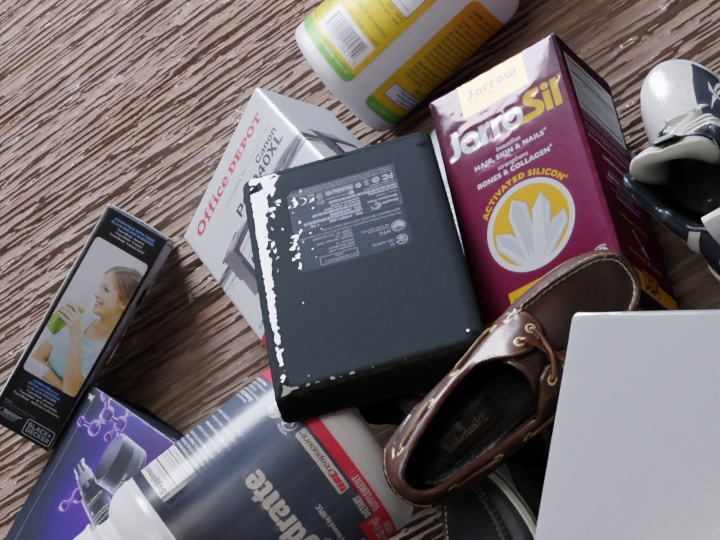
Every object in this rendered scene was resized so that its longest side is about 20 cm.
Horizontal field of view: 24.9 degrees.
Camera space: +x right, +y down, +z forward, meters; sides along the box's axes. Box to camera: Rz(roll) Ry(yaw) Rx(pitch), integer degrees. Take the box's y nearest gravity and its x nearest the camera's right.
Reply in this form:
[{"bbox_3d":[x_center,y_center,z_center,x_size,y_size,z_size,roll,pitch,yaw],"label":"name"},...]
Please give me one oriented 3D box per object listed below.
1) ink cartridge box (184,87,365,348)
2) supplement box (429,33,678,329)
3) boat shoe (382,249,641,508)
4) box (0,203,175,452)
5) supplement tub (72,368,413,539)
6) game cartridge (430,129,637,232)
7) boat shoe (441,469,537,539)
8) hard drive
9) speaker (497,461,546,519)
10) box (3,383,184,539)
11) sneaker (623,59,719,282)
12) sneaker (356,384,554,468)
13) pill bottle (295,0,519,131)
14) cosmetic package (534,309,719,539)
[{"bbox_3d":[-0.040,-0.027,1.257,0.200,0.083,0.146,47,116,45],"label":"ink cartridge box"},{"bbox_3d":[0.129,-0.044,1.117,0.110,0.085,0.202,-28,54,24],"label":"supplement box"},{"bbox_3d":[0.095,0.065,0.970,0.070,0.070,0.200,43,86,5],"label":"boat shoe"},{"bbox_3d":[-0.231,0.046,1.375,0.201,0.060,0.117,-60,3,-2],"label":"box"},{"bbox_3d":[-0.077,0.167,1.087,0.199,0.141,0.140,-38,48,-9],"label":"supplement tub"},{"bbox_3d":[0.120,-0.044,1.205,0.199,0.041,0.134,13,73,41],"label":"game cartridge"},{"bbox_3d":[0.080,0.213,0.980,0.074,0.062,0.202,-28,66,46],"label":"boat shoe"},{"bbox_3d":[0.000,0.000,1.083,0.138,0.033,0.201,-15,46,3],"label":"hard drive"},{"bbox_3d":[0.113,0.186,1.069,0.081,0.081,0.201,-35,51,19],"label":"speaker"},{"bbox_3d":[-0.203,0.214,1.302,0.141,0.079,0.201,25,85,45],"label":"box"},{"bbox_3d":[0.219,-0.083,1.083,0.079,0.129,0.201,-26,55,24],"label":"sneaker"},{"bbox_3d":[0.081,0.103,1.047,0.199,0.076,0.088,26,67,34],"label":"sneaker"},{"bbox_3d":[0.054,-0.214,1.286,0.200,0.111,0.111,-41,50,14],"label":"pill bottle"},{"bbox_3d":[0.223,0.132,0.929,0.165,0.200,0.169,-1,67,37],"label":"cosmetic package"}]
